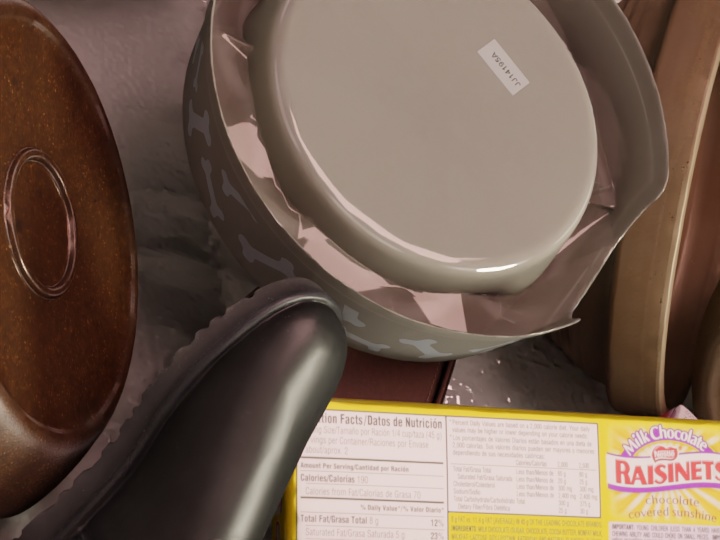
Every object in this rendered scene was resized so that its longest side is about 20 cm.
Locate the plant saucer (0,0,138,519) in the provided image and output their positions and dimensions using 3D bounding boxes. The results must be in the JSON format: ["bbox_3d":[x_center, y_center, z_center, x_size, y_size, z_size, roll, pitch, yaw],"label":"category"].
[{"bbox_3d":[-0.125,-0.014,0.953,0.200,0.034,0.202,-8,90,-71],"label":"plant saucer"}]

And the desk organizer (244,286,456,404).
[{"bbox_3d":[0.000,0.000,1.082,0.077,0.072,0.201,30,55,-16],"label":"desk organizer"}]

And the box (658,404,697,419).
[{"bbox_3d":[0.155,0.166,1.117,0.200,0.100,0.096,43,43,-14],"label":"box"}]

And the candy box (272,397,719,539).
[{"bbox_3d":[0.063,0.104,1.006,0.198,0.026,0.103,5,75,-18],"label":"candy box"}]

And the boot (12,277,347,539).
[{"bbox_3d":[-0.013,0.122,0.900,0.200,0.165,0.066,45,5,34],"label":"boot"}]

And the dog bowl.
[{"bbox_3d":[0.021,-0.056,1.042,0.199,0.059,0.202,13,61,-24],"label":"dog bowl"}]

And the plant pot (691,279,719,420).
[{"bbox_3d":[0.221,0.051,1.162,0.134,0.200,0.201,-7,69,-52],"label":"plant pot"}]

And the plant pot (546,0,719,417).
[{"bbox_3d":[0.113,-0.041,1.186,0.092,0.202,0.201,12,43,15],"label":"plant pot"}]
